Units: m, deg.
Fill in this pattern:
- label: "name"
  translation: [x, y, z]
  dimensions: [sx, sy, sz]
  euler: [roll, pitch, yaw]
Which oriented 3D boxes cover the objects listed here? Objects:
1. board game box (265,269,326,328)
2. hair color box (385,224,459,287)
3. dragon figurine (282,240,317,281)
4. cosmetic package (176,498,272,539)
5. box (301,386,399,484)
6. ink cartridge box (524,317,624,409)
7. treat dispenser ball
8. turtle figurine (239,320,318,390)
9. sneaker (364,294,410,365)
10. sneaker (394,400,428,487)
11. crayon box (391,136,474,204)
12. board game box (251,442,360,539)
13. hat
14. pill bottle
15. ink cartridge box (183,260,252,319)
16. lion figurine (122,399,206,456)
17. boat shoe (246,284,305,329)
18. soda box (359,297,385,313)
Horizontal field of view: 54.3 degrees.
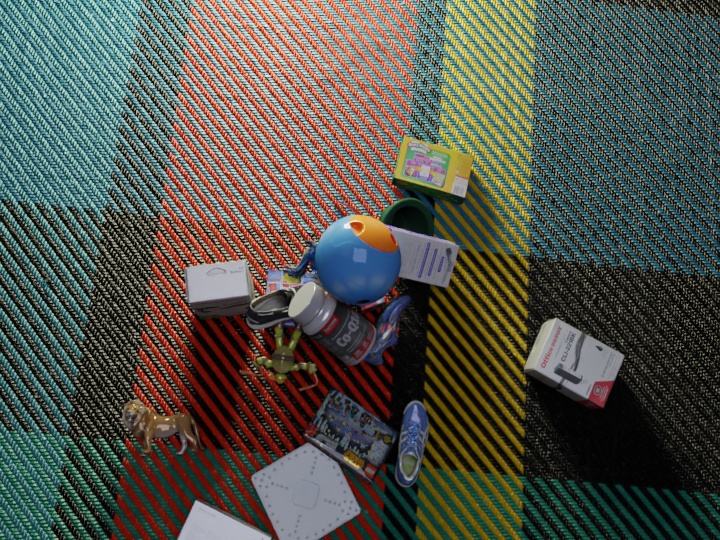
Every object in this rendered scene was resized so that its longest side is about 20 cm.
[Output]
- label: "board game box"
  translation: [-0.140, 0.075, 1.749]
  dimensions: [0.195, 0.034, 0.139]
  euler: [5, 78, -4]
- label: "hair color box"
  translation: [0.137, -0.035, 1.734]
  dimensions: [0.196, 0.065, 0.112]
  euler: [13, 99, -23]
- label: "dragon figurine"
  translation: [-0.091, -0.021, 1.719]
  dimensions: [0.195, 0.059, 0.102]
  euler: [2, 91, -1]
- label: "cosmetic package"
  translation: [-0.320, 0.637, 1.601]
  dimensions: [0.197, 0.052, 0.153]
  euler: [26, 78, 1]
- label: "box"
  translation: [-0.023, 0.392, 1.671]
  dimensions: [0.198, 0.040, 0.138]
  euler: [33, 63, 3]
- label: "ink cartridge box"
  translation: [0.529, 0.231, 1.746]
  dimensions: [0.197, 0.084, 0.146]
  euler: [28, 77, 2]
- label: "treat dispenser ball"
  translation: [-0.005, -0.023, 1.591]
  dimensions: [0.196, 0.201, 0.206]
  euler: [1, 77, -4]
- label: "turtle figurine"
  translation: [-0.193, 0.200, 1.684]
  dimensions: [0.195, 0.064, 0.165]
  euler: [7, 85, 9]
- label: "sneaker"
  translation: [0.067, 0.147, 1.740]
  dimensions: [0.078, 0.075, 0.202]
  euler: [35, 85, -5]
- label: "sneaker"
  translation: [0.127, 0.413, 1.675]
  dimensions: [0.074, 0.077, 0.205]
  euler: [7, 75, -1]
- label: "crayon box"
  translation: [0.190, -0.262, 1.841]
  dimensions: [0.195, 0.058, 0.121]
  euler: [16, 76, -1]
- label: "board game box"
  translation: [-0.128, 0.527, 1.654]
  dimensions: [0.197, 0.026, 0.203]
  euler: [-27, 81, -10]
- label: "hat"
  translation: [0.073, -0.126, 1.823]
  dimensions: [0.165, 0.175, 0.202]
  euler: [-39, 120, -14]
- label: "pill bottle"
  translation: [-0.067, 0.124, 1.649]
  dimensions: [0.199, 0.113, 0.115]
  euler: [39, 75, -25]
- label: "ink cartridge box"
  translation: [-0.327, 0.049, 1.655]
  dimensions: [0.142, 0.200, 0.086]
  euler: [-8, 77, -6]
- label: "lion figurine"
  translation: [-0.459, 0.368, 1.648]
  dimensions: [0.195, 0.073, 0.125]
  euler: [4, 66, -19]
- label: "boat shoe"
  translation: [-0.182, 0.074, 1.669]
  dimensions: [0.197, 0.061, 0.074]
  euler: [-19, 54, -27]
- label: "soda box"
  translation: [0.000, 0.000, 1.760]
  dimensions: [0.062, 0.070, 0.204]
  euler: [-18, 80, -6]
